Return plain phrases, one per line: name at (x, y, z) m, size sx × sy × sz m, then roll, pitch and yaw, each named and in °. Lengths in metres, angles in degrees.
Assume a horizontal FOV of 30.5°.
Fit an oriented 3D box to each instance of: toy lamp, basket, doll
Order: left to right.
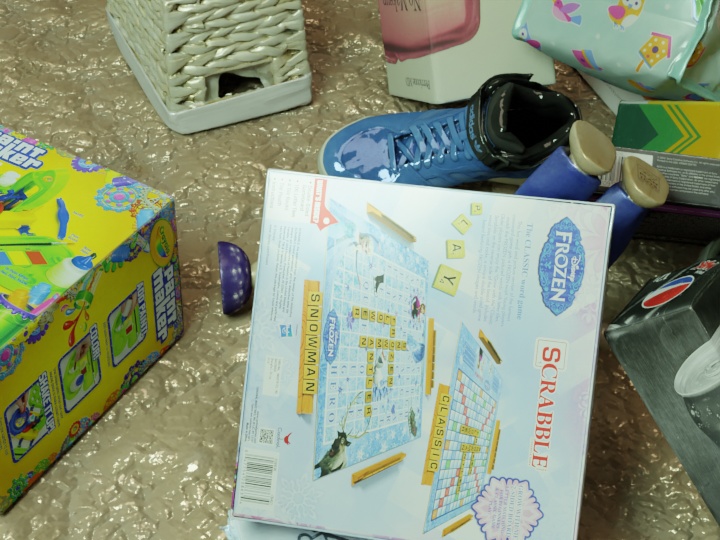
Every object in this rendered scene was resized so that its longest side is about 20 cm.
basket at (-0.135, -0.231, 1.134) m, size 0.134 × 0.124 × 0.201 m, roll -16°, pitch 45°, yaw -19°
toy lamp at (0.000, 0.000, 0.931) m, size 0.197 × 0.059 × 0.059 m, roll -5°, pitch 41°, yaw -4°
doll at (0.105, 0.008, 0.820) m, size 0.136 × 0.200 × 0.049 m, roll 30°, pitch 34°, yaw -14°

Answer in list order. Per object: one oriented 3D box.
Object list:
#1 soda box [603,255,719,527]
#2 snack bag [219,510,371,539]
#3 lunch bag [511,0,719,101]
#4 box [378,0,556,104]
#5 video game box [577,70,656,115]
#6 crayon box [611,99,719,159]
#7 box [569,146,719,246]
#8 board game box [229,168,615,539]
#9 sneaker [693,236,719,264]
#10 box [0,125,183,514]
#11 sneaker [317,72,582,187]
soda box at (0.221, 0.094, 0.734) m, size 0.063 × 0.070 × 0.201 m, roll -39°, pitch 100°, yaw -38°
snack bag at (0.034, 0.189, 0.740) m, size 0.197 × 0.022 × 0.189 m, roll -11°, pitch 42°, yaw -11°
lunch bag at (0.246, -0.191, 1.019) m, size 0.199 × 0.123 × 0.170 m, roll 8°, pitch 14°, yaw -46°
box at (0.078, -0.246, 1.082) m, size 0.108 × 0.203 × 0.128 m, roll -11°, pitch 13°, yaw -15°
video game box at (0.291, -0.186, 1.167) m, size 0.180 × 0.047 × 0.201 m, roll -14°, pitch 43°, yaw -15°
crayon box at (0.280, -0.086, 0.950) m, size 0.125 × 0.051 × 0.200 m, roll 11°, pitch 4°, yaw -17°
box at (0.200, -0.048, 0.911) m, size 0.141 × 0.200 × 0.037 m, roll 7°, pitch 84°, yaw 1°
board game box at (0.035, 0.053, 0.747) m, size 0.197 × 0.203 × 0.041 m, roll 7°, pitch 1°, yaw 11°
sneaker at (0.267, 0.058, 0.860) m, size 0.073 × 0.080 × 0.201 m, roll -10°, pitch 44°, yaw -17°
box at (-0.250, 0.014, 0.848) m, size 0.198 × 0.123 × 0.193 m, roll 22°, pitch 45°, yaw 22°
sneaker at (0.070, -0.101, 0.997) m, size 0.197 × 0.111 × 0.078 m, roll -2°, pitch 75°, yaw -11°
